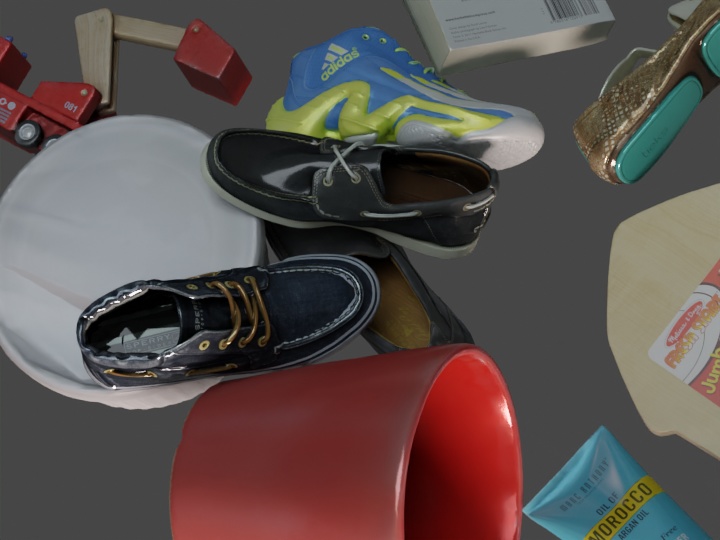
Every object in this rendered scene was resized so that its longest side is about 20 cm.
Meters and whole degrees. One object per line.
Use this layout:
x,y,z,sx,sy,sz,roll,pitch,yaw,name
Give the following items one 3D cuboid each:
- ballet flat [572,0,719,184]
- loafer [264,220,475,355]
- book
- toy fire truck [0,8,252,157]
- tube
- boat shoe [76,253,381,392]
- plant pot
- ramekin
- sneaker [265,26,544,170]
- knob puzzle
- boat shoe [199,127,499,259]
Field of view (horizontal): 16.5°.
0.218,-0.146,1.685,0.200,0.071,0.065,-44,52,-8,ballet flat
0.000,0.000,1.680,0.200,0.072,0.073,41,85,24,loafer
0.079,-0.238,1.738,0.133,0.048,0.201,-12,64,-23,book
-0.194,-0.137,1.791,0.199,0.049,0.141,28,79,22,toy fire truck
0.198,0.188,1.582,0.077,0.050,0.200,-43,61,-12,tube
-0.083,0.032,1.581,0.199,0.091,0.071,-15,80,-3,boat shoe
-0.013,0.143,1.577,0.176,0.200,0.202,1,70,25,plant pot
-0.153,0.003,1.705,0.201,0.094,0.204,-4,69,12,ramekin
0.031,-0.124,1.716,0.199,0.076,0.106,1,70,15,sneaker
0.250,0.029,1.630,0.218,0.030,0.221,-4,70,13,knob puzzle
-0.006,-0.065,1.652,0.199,0.068,0.072,12,57,-11,boat shoe
